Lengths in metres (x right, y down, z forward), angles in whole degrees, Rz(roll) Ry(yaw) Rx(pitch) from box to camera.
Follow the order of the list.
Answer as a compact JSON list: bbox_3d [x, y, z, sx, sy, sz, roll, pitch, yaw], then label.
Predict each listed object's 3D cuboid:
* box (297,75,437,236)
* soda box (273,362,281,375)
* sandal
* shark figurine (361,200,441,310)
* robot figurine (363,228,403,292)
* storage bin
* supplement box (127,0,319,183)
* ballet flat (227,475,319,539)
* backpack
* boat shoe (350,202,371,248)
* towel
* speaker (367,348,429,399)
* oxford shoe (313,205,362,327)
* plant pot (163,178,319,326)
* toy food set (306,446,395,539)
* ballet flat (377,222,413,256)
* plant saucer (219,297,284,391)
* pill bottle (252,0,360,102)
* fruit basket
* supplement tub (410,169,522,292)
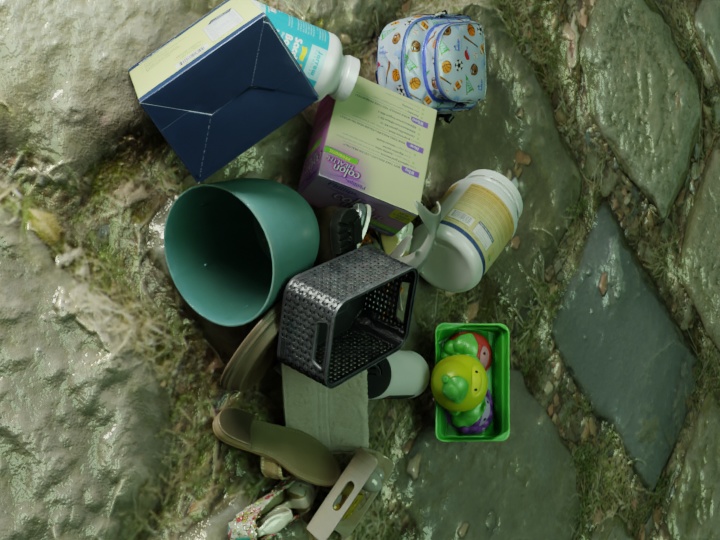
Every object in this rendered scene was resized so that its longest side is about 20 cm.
[{"bbox_3d":[0.012,-0.185,1.788,0.175,0.097,0.202,20,62,-18],"label":"box"},{"bbox_3d":[-0.044,0.098,1.746,0.068,0.063,0.201,46,73,-31],"label":"soda box"},{"bbox_3d":[-0.134,0.274,1.681,0.211,0.070,0.078,28,43,-18],"label":"sandal"},{"bbox_3d":[0.051,-0.017,1.695,0.089,0.214,0.129,0,72,-33],"label":"shark figurine"},{"bbox_3d":[0.000,0.000,1.841,0.201,0.058,0.145,55,52,-26],"label":"robot figurine"},{"bbox_3d":[-0.017,0.062,1.581,0.199,0.093,0.136,-24,130,-48],"label":"storage bin"},{"bbox_3d":[-0.189,-0.252,1.516,0.199,0.200,0.135,-34,117,0],"label":"supplement box"},{"bbox_3d":[-0.114,0.359,1.687,0.200,0.064,0.076,-35,110,-42],"label":"ballet flat"},{"bbox_3d":[0.121,-0.354,1.943,0.189,0.154,0.202,-11,97,-35],"label":"backpack"},{"bbox_3d":[-0.057,-0.027,1.726,0.062,0.073,0.201,31,104,-21],"label":"boat shoe"},{"bbox_3d":[-0.052,0.198,1.694,0.035,0.131,0.201,-101,-171,-55],"label":"towel"},{"bbox_3d":[0.045,0.166,1.806,0.200,0.080,0.082,15,74,-69],"label":"speaker"},{"bbox_3d":[-0.044,0.001,1.677,0.072,0.084,0.202,-15,112,-53],"label":"oxford shoe"},{"bbox_3d":[-0.152,-0.040,1.599,0.161,0.199,0.202,-25,104,-51],"label":"plant pot"},{"bbox_3d":[-0.004,0.347,1.714,0.144,0.060,0.200,-56,165,-4],"label":"toy food set"},{"bbox_3d":[0.053,-0.087,1.852,0.069,0.063,0.202,28,42,-63],"label":"ballet flat"},{"bbox_3d":[-0.126,0.101,1.620,0.029,0.201,0.200,39,50,10],"label":"plant saucer"},{"bbox_3d":[-0.103,-0.321,1.684,0.198,0.111,0.112,19,72,-19],"label":"pill bottle"},{"bbox_3d":[0.184,0.189,1.912,0.154,0.216,0.218,1,84,-10],"label":"fruit basket"},{"bbox_3d":[0.189,-0.073,1.982,0.200,0.144,0.145,-49,119,-36],"label":"supplement tub"}]
